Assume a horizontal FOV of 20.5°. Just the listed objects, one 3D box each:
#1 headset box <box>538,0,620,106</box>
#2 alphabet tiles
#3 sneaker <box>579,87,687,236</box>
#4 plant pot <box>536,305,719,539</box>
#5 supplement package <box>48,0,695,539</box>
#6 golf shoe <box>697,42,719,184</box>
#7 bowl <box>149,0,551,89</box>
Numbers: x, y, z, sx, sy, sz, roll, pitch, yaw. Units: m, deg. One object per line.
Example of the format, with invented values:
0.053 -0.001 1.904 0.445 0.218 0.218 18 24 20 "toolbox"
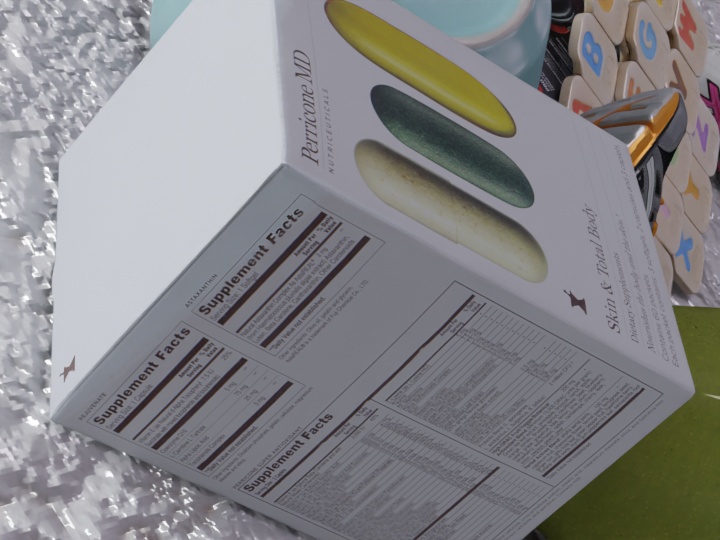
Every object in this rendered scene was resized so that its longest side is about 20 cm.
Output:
0.064 -0.130 1.112 0.149 0.075 0.200 54 30 12 "headset box"
0.164 -0.080 1.125 0.196 0.015 0.201 44 51 -47 "alphabet tiles"
0.111 -0.010 0.986 0.077 0.078 0.200 46 62 -22 "sneaker"
0.169 0.093 0.897 0.199 0.188 0.188 20 35 -11 "plant pot"
0.000 0.000 0.794 0.199 0.151 0.152 28 34 -28 "supplement package"
0.240 -0.120 1.311 0.200 0.092 0.073 40 31 -7 "golf shoe"
0.010 -0.122 0.937 0.200 0.105 0.202 12 58 -19 "bowl"
